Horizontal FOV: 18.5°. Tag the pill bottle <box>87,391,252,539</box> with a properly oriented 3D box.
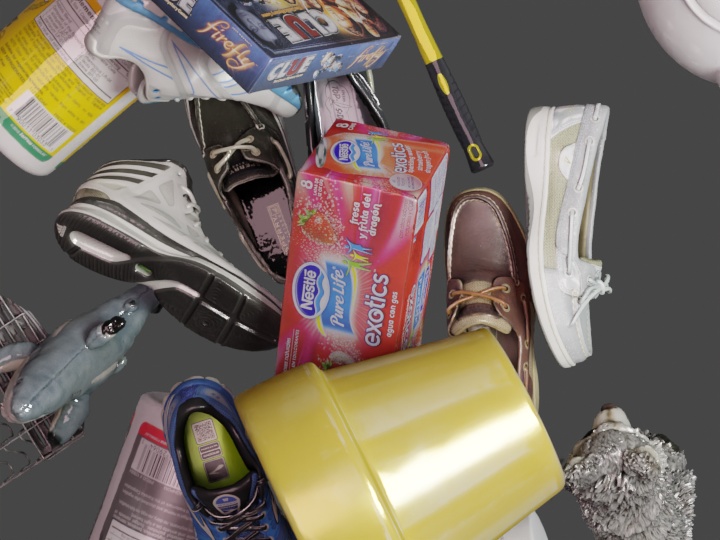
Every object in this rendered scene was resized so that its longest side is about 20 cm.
[{"bbox_3d":[-0.153,0.205,1.736,0.111,0.111,0.200,21,94,10],"label":"pill bottle"}]

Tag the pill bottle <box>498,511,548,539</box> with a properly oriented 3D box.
[{"bbox_3d":[0.049,0.249,1.698,0.200,0.112,0.112,-16,87,11],"label":"pill bottle"}]

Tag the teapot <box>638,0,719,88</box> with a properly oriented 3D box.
[{"bbox_3d":[0.292,-0.232,1.630,0.197,0.146,0.200,-41,82,8],"label":"teapot"}]

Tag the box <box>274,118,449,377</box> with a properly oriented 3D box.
[{"bbox_3d":[0.000,0.000,1.672,0.095,0.100,0.200,14,121,11],"label":"box"}]

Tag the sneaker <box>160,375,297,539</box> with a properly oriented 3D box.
[{"bbox_3d":[-0.097,0.178,1.634,0.078,0.089,0.200,-24,94,1],"label":"sneaker"}]

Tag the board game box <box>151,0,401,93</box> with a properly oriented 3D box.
[{"bbox_3d":[-0.069,-0.197,1.650,0.135,0.200,0.035,44,117,14],"label":"board game box"}]

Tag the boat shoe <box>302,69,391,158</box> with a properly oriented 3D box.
[{"bbox_3d":[-0.005,-0.085,1.728,0.074,0.066,0.200,-8,89,10],"label":"boat shoe"}]

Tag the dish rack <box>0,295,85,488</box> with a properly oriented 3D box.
[{"bbox_3d":[-0.324,0.119,1.799,0.200,0.055,0.154,-33,86,8],"label":"dish rack"}]

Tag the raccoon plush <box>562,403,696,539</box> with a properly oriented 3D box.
[{"bbox_3d":[0.216,0.196,1.652,0.097,0.134,0.200,-29,85,9],"label":"raccoon plush"}]

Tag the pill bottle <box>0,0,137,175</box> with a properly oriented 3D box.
[{"bbox_3d":[-0.212,-0.177,1.744,0.200,0.113,0.113,-39,83,9],"label":"pill bottle"}]

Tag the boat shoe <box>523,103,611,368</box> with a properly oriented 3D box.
[{"bbox_3d":[0.164,-0.027,1.694,0.065,0.074,0.202,-4,83,15],"label":"boat shoe"}]

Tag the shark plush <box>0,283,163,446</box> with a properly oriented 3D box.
[{"bbox_3d":[-0.200,0.061,1.739,0.200,0.083,0.091,-29,85,-23],"label":"shark plush"}]

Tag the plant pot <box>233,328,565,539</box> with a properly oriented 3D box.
[{"bbox_3d":[0.034,0.138,1.585,0.189,0.201,0.201,-27,85,-3],"label":"plant pot"}]

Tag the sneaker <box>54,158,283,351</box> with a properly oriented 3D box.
[{"bbox_3d":[-0.128,-0.026,1.734,0.200,0.115,0.076,30,138,-4],"label":"sneaker"}]

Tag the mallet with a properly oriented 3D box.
[{"bbox_3d":[0.045,-0.167,1.736,0.066,0.041,0.200,-17,91,11],"label":"mallet"}]

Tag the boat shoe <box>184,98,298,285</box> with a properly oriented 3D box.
[{"bbox_3d":[-0.085,-0.082,1.744,0.071,0.064,0.200,-28,85,10],"label":"boat shoe"}]

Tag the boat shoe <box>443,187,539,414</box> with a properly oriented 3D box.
[{"bbox_3d":[0.100,0.035,1.706,0.072,0.072,0.200,-5,90,11],"label":"boat shoe"}]

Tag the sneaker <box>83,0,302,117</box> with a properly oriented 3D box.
[{"bbox_3d":[-0.130,-0.157,1.690,0.087,0.200,0.075,-51,40,12],"label":"sneaker"}]
